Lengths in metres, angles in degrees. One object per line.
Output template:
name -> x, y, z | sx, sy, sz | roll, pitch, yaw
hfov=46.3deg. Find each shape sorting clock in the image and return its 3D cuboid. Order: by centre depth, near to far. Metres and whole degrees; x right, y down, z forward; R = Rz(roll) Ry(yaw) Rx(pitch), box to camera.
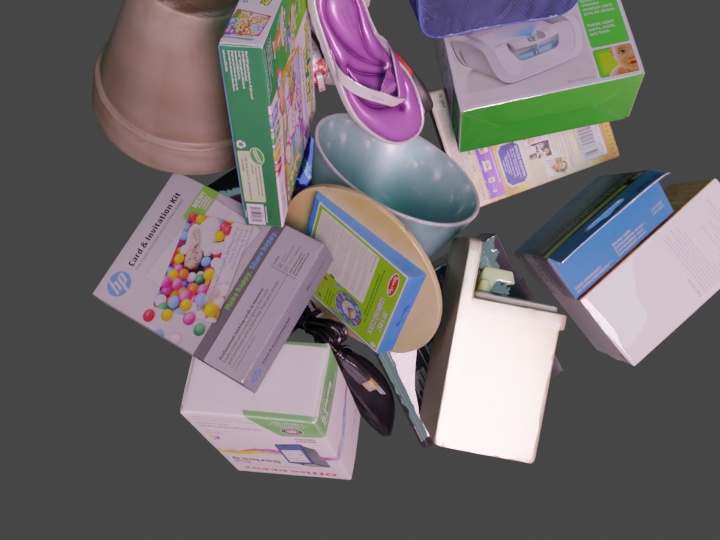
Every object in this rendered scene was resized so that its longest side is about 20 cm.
shape sorting clock -> 0.000, 0.000, 0.859 | 0.039, 0.199, 0.201 | -38, 94, -35

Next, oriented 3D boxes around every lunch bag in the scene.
lunch bag -> 0.117, -0.333, 0.840 | 0.195, 0.137, 0.134 | -9, 53, -3

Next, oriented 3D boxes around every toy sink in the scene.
toy sink -> 0.137, 0.076, 0.867 | 0.110, 0.130, 0.205 | 10, 90, -3

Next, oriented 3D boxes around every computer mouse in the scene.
computer mouse -> 0.001, 0.113, 0.937 | 0.046, 0.140, 0.201 | -41, 113, -13

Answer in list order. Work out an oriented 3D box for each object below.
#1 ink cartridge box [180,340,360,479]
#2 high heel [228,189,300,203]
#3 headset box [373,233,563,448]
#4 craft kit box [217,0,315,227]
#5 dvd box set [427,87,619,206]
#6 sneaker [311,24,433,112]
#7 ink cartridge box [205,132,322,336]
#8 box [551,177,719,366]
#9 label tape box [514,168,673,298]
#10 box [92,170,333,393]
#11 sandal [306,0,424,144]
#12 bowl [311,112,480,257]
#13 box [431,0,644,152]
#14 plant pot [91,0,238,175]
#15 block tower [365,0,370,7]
ink cartridge box -> -0.087, 0.152, 0.904 | 0.142, 0.201, 0.089 | 3, 63, 11
high heel -> -0.149, -0.024, 0.927 | 0.196, 0.067, 0.098 | -16, 82, 5
headset box -> 0.114, 0.073, 0.976 | 0.197, 0.093, 0.176 | -29, 93, -1
craft kit box -> -0.084, -0.184, 0.825 | 0.047, 0.200, 0.202 | 3, 136, 4
dvd box set -> 0.190, -0.171, 0.997 | 0.196, 0.029, 0.149 | -20, 93, 0
sneaker -> -0.017, -0.226, 0.968 | 0.201, 0.067, 0.108 | 45, 89, 0
ink cartridge box -> -0.095, -0.033, 0.988 | 0.198, 0.043, 0.200 | -33, 93, -1
box -> 0.336, -0.001, 0.966 | 0.199, 0.124, 0.098 | -42, 94, 0
label tape box -> 0.260, -0.039, 0.923 | 0.143, 0.200, 0.066 | -41, 96, 0
box -> -0.148, 0.006, 0.847 | 0.197, 0.041, 0.158 | 26, 75, 24
sandal -> 0.009, -0.211, 0.880 | 0.082, 0.050, 0.204 | -43, 121, -9
bowl -> 0.023, -0.074, 0.932 | 0.198, 0.202, 0.106 | 25, 123, -4
box -> 0.186, -0.246, 0.931 | 0.195, 0.097, 0.180 | -10, 70, 2
plant pot -> -0.173, -0.230, 0.867 | 0.196, 0.174, 0.203 | 9, 55, -13
block tower -> 0.000, -0.371, 0.860 | 0.053, 0.058, 0.202 | 8, 133, -5
